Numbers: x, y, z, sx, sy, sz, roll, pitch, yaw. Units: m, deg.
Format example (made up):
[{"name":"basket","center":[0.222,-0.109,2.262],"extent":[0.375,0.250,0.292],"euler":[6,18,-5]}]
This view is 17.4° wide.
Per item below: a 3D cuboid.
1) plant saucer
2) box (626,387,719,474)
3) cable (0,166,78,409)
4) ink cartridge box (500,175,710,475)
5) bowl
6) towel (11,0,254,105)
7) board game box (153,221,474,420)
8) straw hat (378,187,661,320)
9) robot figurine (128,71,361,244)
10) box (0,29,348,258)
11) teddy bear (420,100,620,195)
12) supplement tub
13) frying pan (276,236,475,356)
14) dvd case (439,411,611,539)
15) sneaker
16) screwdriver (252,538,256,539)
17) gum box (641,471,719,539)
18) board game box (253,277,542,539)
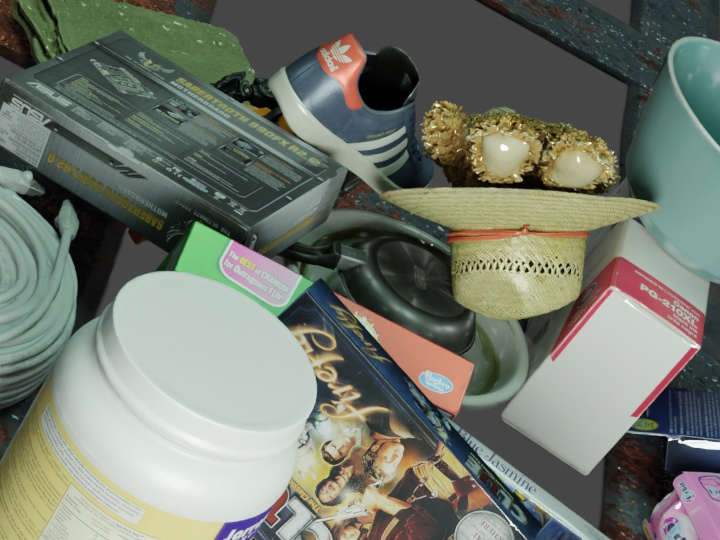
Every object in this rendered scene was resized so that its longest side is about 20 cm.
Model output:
[{"name":"plant saucer","center":[0.025,0.039,1.689],"extent":[0.199,0.050,0.200],"euler":[23,33,-16]},{"name":"box","center":[0.294,0.123,1.754],"extent":[0.199,0.033,0.121],"euler":[5,14,6]},{"name":"cable","center":[-0.272,0.002,1.454],"extent":[0.199,0.069,0.200],"euler":[18,35,-22]},{"name":"ink cartridge box","center":[0.189,0.033,1.753],"extent":[0.084,0.145,0.200],"euler":[34,31,-7]},{"name":"bowl","center":[0.274,-0.064,1.725],"extent":[0.200,0.105,0.201],"euler":[29,31,-19]},{"name":"towel","center":[-0.161,-0.152,1.799],"extent":[0.199,0.037,0.149],"euler":[8,38,-34]},{"name":"board game box","center":[-0.047,0.056,1.506],"extent":[0.199,0.153,0.040],"euler":[27,62,-11]},{"name":"straw hat","center":[0.111,-0.008,1.649],"extent":[0.200,0.086,0.201],"euler":[2,-2,0]},{"name":"robot figurine","center":[-0.096,-0.081,1.707],"extent":[0.199,0.058,0.145],"euler":[-12,49,-37]},{"name":"box","center":[-0.129,-0.079,1.578],"extent":[0.200,0.048,0.158],"euler":[31,27,12]},{"name":"teddy bear","center":[0.109,-0.086,1.629],"extent":[0.144,0.067,0.200],"euler":[5,-2,7]},{"name":"supplement tub","center":[-0.123,0.114,1.305],"extent":[0.145,0.200,0.146],"euler":[23,33,-16]},{"name":"frying pan","center":[0.006,-0.006,1.664],"extent":[0.190,0.031,0.115],"euler":[37,31,0]},{"name":"dvd case","center":[0.051,0.160,1.455],"extent":[0.200,0.143,0.018],"euler":[36,40,5]},{"name":"sneaker","center":[0.018,-0.112,1.684],"extent":[0.200,0.084,0.075],"euler":[25,32,-60]},{"name":"screwdriver","center":[-0.097,0.125,1.476],"extent":[0.200,0.028,0.029],"euler":[54,8,25]},{"name":"gum box","center":[0.304,0.215,1.682],"extent":[0.199,0.066,0.114],"euler":[10,39,-33]},{"name":"board game box","center":[-0.007,0.124,1.412],"extent":[0.200,0.135,0.035],"euler":[48,21,2]}]
